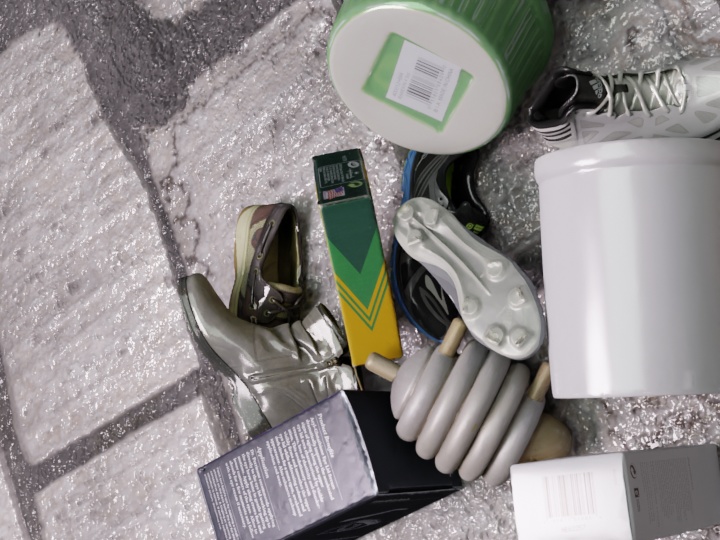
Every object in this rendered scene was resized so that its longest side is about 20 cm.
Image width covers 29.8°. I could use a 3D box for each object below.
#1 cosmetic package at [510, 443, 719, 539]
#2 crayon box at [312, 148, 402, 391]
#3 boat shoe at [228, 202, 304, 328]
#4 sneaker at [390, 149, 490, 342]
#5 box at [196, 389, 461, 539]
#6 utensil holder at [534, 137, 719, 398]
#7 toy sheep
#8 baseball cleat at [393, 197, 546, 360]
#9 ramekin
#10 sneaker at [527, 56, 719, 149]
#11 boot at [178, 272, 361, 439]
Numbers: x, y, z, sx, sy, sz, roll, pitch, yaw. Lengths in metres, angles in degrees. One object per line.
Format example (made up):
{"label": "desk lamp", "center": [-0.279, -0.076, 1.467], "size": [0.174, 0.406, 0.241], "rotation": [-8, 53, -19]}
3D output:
{"label": "cosmetic package", "center": [0.212, 0.182, 1.090], "size": [0.101, 0.200, 0.074], "rotation": [-12, 78, 35]}
{"label": "crayon box", "center": [0.000, 0.000, 1.277], "size": [0.051, 0.127, 0.200], "rotation": [-11, 116, 0]}
{"label": "boat shoe", "center": [-0.093, 0.025, 1.401], "size": [0.065, 0.073, 0.201], "rotation": [-13, 77, 44]}
{"label": "sneaker", "center": [0.080, -0.032, 1.287], "size": [0.083, 0.071, 0.200], "rotation": [-2, 81, 42]}
{"label": "box", "center": [-0.030, 0.200, 1.295], "size": [0.200, 0.148, 0.105], "rotation": [-31, 68, 28]}
{"label": "utensil holder", "center": [0.234, 0.003, 1.116], "size": [0.170, 0.170, 0.201], "rotation": [-6, 84, 35]}
{"label": "toy sheep", "center": [0.097, 0.120, 1.220], "size": [0.200, 0.138, 0.138], "rotation": [26, 101, 9]}
{"label": "baseball cleat", "center": [0.110, 0.009, 1.187], "size": [0.070, 0.106, 0.200], "rotation": [-45, 55, 11]}
{"label": "ramekin", "center": [0.066, -0.200, 1.226], "size": [0.200, 0.200, 0.098], "rotation": [-5, 43, 35]}
{"label": "sneaker", "center": [0.236, -0.143, 1.159], "size": [0.200, 0.115, 0.076], "rotation": [-14, 77, 34]}
{"label": "boot", "center": [-0.084, 0.067, 1.343], "size": [0.130, 0.068, 0.200], "rotation": [-32, 86, 10]}
